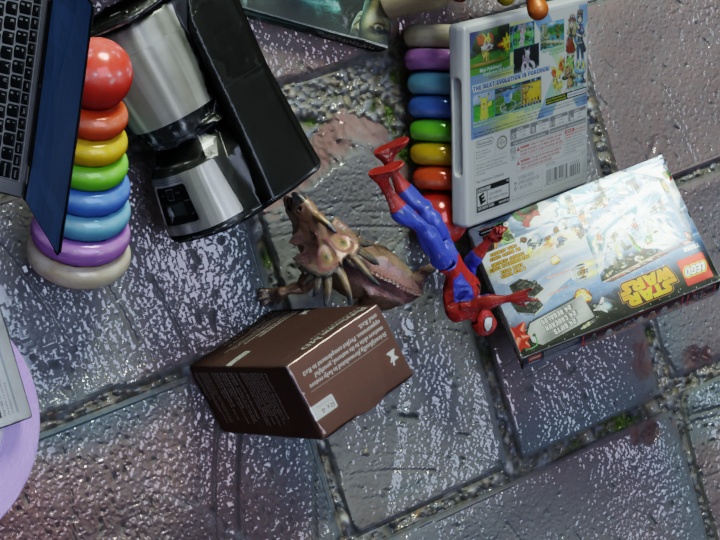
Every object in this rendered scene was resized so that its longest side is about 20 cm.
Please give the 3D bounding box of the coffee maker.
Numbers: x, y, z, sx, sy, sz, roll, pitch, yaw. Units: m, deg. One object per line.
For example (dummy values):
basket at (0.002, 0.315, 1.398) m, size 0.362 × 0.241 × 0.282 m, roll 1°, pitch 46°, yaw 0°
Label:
coffee maker at (-0.118, -0.151, 1.515) m, size 0.191 × 0.135 × 0.201 m, roll -31°, pitch 107°, yaw -13°

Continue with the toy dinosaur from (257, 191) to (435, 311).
toy dinosaur at (0.000, 0.000, 1.589) m, size 0.198 × 0.135 × 0.087 m, roll 15°, pitch 81°, yaw -29°

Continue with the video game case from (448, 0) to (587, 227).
video game case at (0.149, -0.150, 1.688) m, size 0.199 × 0.022 × 0.184 m, roll -20°, pitch 114°, yaw -47°

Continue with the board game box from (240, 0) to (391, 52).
board game box at (-0.056, -0.284, 1.631) m, size 0.198 × 0.028 × 0.137 m, roll 11°, pitch 82°, yaw -29°

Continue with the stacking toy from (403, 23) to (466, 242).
stacking toy at (0.076, -0.123, 1.679) m, size 0.085 × 0.085 × 0.202 m, roll 1°, pitch 94°, yaw -29°

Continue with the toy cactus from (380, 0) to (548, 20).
toy cactus at (0.099, -0.260, 1.622) m, size 0.103 × 0.164 × 0.200 m, roll 67°, pitch 21°, yaw -11°

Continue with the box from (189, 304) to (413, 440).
box at (-0.053, 0.084, 1.518) m, size 0.100 × 0.199 × 0.075 m, roll -34°, pitch 104°, yaw -26°

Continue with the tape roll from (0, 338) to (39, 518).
tape roll at (-0.355, 0.121, 1.422) m, size 0.198 × 0.065 × 0.202 m, roll 2°, pitch 86°, yaw -30°

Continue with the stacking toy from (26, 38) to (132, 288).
stacking toy at (-0.213, -0.088, 1.436) m, size 0.085 × 0.085 × 0.201 m, roll -9°, pitch 129°, yaw -30°

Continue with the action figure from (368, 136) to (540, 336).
action figure at (0.093, -0.028, 1.605) m, size 0.201 × 0.098 × 0.065 m, roll 62°, pitch 24°, yaw -27°

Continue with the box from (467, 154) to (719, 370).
box at (0.215, -0.008, 1.686) m, size 0.198 × 0.040 × 0.138 m, roll -21°, pitch 68°, yaw -2°

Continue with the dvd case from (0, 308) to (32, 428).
dvd case at (-0.361, 0.071, 1.370) m, size 0.199 × 0.025 × 0.152 m, roll -19°, pitch 97°, yaw -30°

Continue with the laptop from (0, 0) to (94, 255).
laptop at (-0.282, -0.137, 1.358) m, size 0.198 × 0.116 × 0.189 m, roll 14°, pitch 108°, yaw 9°
